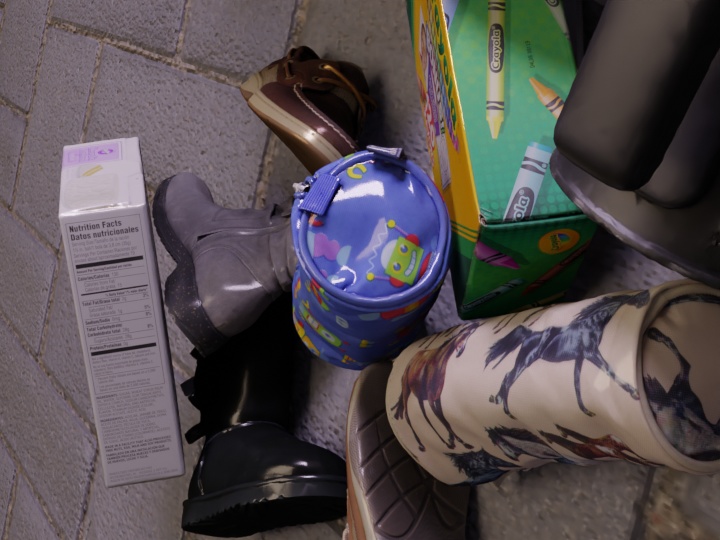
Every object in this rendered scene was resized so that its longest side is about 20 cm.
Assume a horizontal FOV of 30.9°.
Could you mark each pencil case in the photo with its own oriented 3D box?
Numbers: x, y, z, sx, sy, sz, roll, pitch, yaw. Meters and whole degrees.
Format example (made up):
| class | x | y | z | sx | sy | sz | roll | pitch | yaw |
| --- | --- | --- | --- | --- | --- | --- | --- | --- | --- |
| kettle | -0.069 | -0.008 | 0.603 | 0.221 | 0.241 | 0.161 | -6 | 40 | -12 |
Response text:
| class | x | y | z | sx | sy | sz | roll | pitch | yaw |
| --- | --- | --- | --- | --- | --- | --- | --- | --- | --- |
| pencil case | 0.097 | 0.058 | 0.600 | 0.200 | 0.089 | 0.078 | -18 | 39 | 58 |
| pencil case | 0.000 | 0.000 | 0.700 | 0.078 | 0.087 | 0.200 | -51 | -7 | -12 |

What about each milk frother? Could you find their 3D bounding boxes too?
| class | x | y | z | sx | sy | sz | roll | pitch | yaw |
| --- | --- | --- | --- | --- | --- | --- | --- | --- | --- |
| milk frother | 0.184 | -0.067 | 0.446 | 0.199 | 0.180 | 0.189 | 30 | 116 | 13 |

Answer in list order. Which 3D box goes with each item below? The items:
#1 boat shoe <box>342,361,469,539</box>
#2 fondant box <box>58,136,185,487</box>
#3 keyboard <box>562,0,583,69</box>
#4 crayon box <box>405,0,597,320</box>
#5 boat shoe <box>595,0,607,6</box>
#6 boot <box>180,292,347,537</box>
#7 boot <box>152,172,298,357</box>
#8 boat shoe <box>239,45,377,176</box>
| class | x | y | z | sx | sy | sz | roll | pitch | yaw |
| --- | --- | --- | --- | --- | --- | --- | --- | --- | --- |
| boat shoe | 0.019 | 0.149 | 0.720 | 0.072 | 0.075 | 0.201 | -44 | 44 | 50 |
| fondant box | -0.164 | 0.025 | 0.901 | 0.144 | 0.058 | 0.201 | -116 | 21 | -65 |
| keyboard | 0.101 | -0.106 | 0.704 | 0.056 | 0.011 | 0.201 | -16 | 69 | 53 |
| crayon box | 0.065 | -0.091 | 0.643 | 0.119 | 0.058 | 0.201 | 92 | 171 | -68 |
| boat shoe | 0.101 | -0.217 | 0.662 | 0.067 | 0.073 | 0.201 | 103 | 163 | -52 |
| boot | -0.065 | 0.092 | 0.892 | 0.198 | 0.073 | 0.163 | -26 | 55 | 54 |
| boot | -0.070 | -0.030 | 0.905 | 0.131 | 0.070 | 0.200 | -32 | 37 | 7 |
| boat shoe | -0.028 | -0.113 | 0.865 | 0.072 | 0.072 | 0.200 | -43 | 20 | 3 |
